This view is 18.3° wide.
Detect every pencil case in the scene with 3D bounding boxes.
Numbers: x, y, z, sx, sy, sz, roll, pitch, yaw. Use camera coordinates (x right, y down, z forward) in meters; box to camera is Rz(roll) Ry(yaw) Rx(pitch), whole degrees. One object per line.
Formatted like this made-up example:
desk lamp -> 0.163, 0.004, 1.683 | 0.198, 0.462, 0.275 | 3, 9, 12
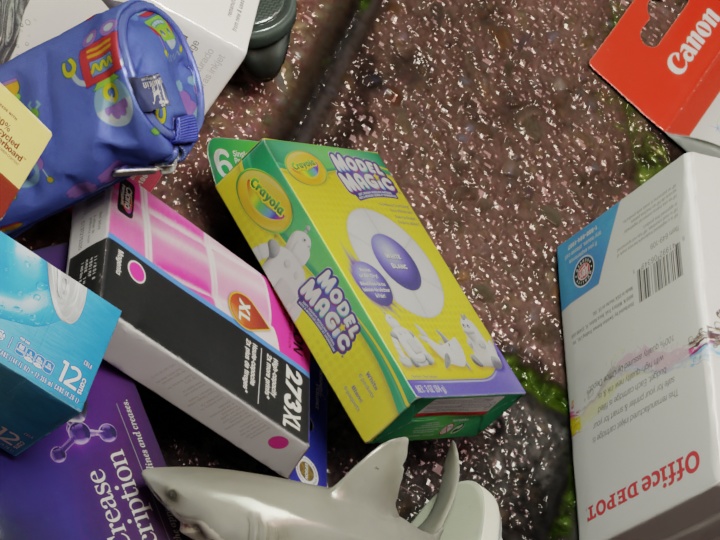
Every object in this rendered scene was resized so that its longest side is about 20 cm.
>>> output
pencil case -> -0.168, -0.059, 1.121 | 0.078, 0.200, 0.087 | 4, 62, -66

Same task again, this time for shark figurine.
shark figurine -> 0.009, 0.121, 1.131 | 0.128, 0.090, 0.214 | 31, 12, 39

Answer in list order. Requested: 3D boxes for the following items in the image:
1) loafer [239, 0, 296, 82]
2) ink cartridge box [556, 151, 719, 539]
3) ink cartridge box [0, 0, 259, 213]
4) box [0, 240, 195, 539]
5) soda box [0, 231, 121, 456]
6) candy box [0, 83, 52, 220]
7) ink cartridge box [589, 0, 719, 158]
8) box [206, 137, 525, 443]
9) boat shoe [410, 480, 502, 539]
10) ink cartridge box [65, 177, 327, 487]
loafer -> -0.091, -0.196, 1.318 | 0.072, 0.063, 0.200 | -17, 60, -9
ink cartridge box -> 0.217, 0.061, 1.306 | 0.146, 0.147, 0.200 | 10, 64, -25
ink cartridge box -> -0.174, -0.132, 1.173 | 0.200, 0.145, 0.084 | 29, 33, -14
box -> -0.178, 0.101, 1.116 | 0.141, 0.079, 0.200 | -16, 76, -31
soda box -> -0.215, 0.002, 1.034 | 0.200, 0.068, 0.064 | 34, 50, -21
candy box -> -0.256, -0.089, 1.066 | 0.115, 0.200, 0.055 | 48, 64, -44
ink cartridge box -> 0.269, -0.125, 1.484 | 0.200, 0.057, 0.163 | 44, 54, -9
box -> 0.000, 0.000, 1.237 | 0.117, 0.048, 0.200 | 2, 50, -56
boat shoe -> 0.049, 0.213, 1.200 | 0.071, 0.070, 0.201 | 39, 49, -34
ink cartridge box -> -0.074, 0.037, 1.174 | 0.200, 0.037, 0.095 | 39, 35, -36
